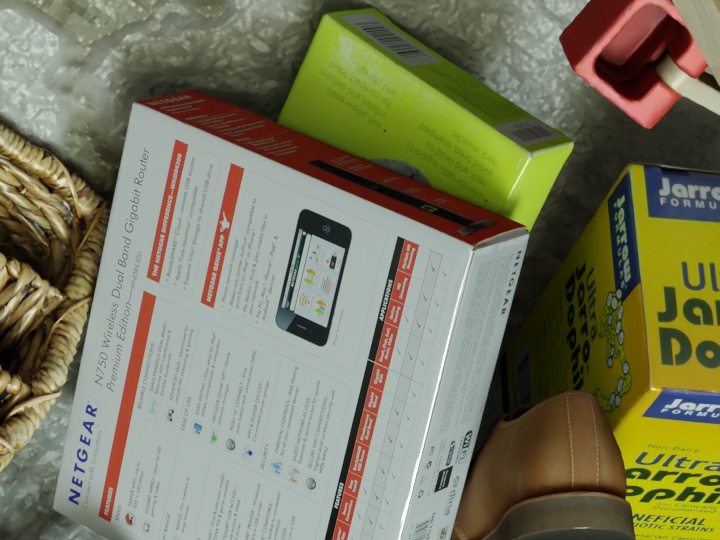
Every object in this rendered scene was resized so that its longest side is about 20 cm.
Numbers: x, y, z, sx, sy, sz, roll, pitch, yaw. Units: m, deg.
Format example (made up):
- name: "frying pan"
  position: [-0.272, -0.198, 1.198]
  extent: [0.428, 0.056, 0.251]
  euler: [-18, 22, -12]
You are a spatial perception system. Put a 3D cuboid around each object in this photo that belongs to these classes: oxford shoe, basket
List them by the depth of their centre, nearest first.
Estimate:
- name: "basket"
  position: [-0.216, 0.005, 1.077]
  extent: [0.200, 0.143, 0.149]
  euler: [37, 111, -29]
- name: "oxford shoe"
  position: [0.072, 0.099, 1.107]
  extent: [0.071, 0.072, 0.200]
  euler: [4, 162, -16]

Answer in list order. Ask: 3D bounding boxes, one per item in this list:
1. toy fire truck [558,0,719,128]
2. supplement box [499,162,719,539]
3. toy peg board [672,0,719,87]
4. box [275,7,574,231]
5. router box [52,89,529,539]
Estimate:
- name: "toy fire truck"
  position: [0.165, -0.086, 1.091]
  extent: [0.199, 0.141, 0.049]
  euler: [30, 113, -26]
- name: "supplement box"
  position: [0.143, 0.049, 1.145]
  extent: [0.108, 0.110, 0.200]
  euler: [4, 152, -13]
- name: "toy peg board"
  position: [0.196, -0.176, 0.992]
  extent: [0.097, 0.201, 0.200]
  euler: [-3, 134, 39]
- name: "box"
  position: [0.000, 0.000, 1.125]
  extent: [0.048, 0.122, 0.201]
  euler: [-16, 136, -56]
- name: "router box"
  position: [-0.035, 0.045, 1.098]
  extent: [0.049, 0.179, 0.201]
  euler: [-17, 126, -56]
